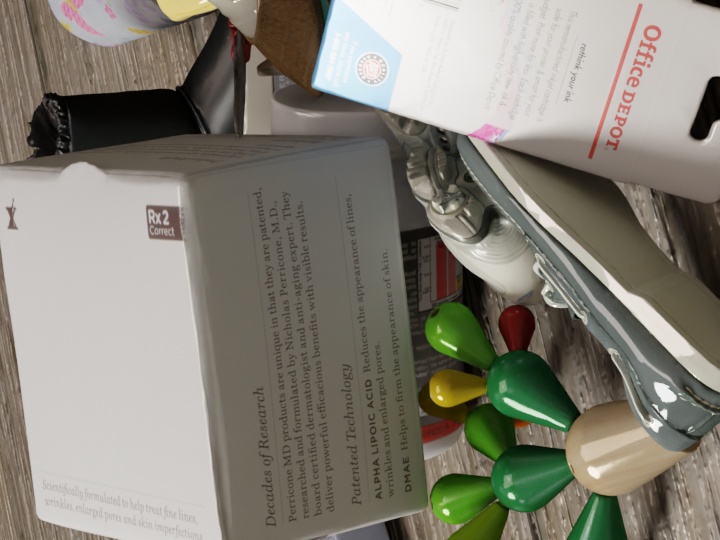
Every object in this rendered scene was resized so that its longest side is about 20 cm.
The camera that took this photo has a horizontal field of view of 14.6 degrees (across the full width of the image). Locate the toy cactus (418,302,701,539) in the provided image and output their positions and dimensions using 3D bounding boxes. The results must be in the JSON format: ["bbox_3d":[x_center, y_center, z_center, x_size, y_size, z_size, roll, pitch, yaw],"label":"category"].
[{"bbox_3d":[0.105,0.101,1.400,0.165,0.102,0.200,-25,76,42],"label":"toy cactus"}]

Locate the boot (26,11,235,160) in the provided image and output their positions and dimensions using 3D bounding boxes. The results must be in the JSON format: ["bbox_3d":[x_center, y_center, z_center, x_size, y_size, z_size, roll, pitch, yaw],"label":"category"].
[{"bbox_3d":[-0.123,-0.102,1.748,0.073,0.162,0.198,-124,35,-44],"label":"boot"}]

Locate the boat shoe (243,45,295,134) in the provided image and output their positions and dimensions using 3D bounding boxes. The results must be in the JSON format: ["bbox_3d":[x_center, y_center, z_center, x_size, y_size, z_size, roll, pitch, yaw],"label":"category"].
[{"bbox_3d":[-0.033,-0.130,1.660,0.069,0.072,0.200,40,-134,-80],"label":"boat shoe"}]

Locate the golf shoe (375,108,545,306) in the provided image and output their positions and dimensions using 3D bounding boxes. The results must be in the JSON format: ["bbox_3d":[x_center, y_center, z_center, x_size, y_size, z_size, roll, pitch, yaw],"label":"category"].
[{"bbox_3d":[0.056,-0.062,1.467,0.200,0.078,0.097,-99,-14,-46],"label":"golf shoe"}]

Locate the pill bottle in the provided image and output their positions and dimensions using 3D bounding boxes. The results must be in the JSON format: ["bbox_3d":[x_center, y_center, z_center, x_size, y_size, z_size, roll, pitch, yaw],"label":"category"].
[{"bbox_3d":[0.000,0.000,1.559,0.116,0.116,0.200,-151,57,-61],"label":"pill bottle"}]

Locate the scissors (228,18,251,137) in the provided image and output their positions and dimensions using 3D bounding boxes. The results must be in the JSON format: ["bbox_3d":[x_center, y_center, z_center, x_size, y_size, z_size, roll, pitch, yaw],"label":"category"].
[{"bbox_3d":[-0.064,-0.121,1.549,0.073,0.014,0.200,82,-179,-47],"label":"scissors"}]

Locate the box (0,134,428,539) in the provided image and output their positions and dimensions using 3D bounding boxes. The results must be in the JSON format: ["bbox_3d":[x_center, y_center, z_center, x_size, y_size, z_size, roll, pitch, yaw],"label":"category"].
[{"bbox_3d":[-0.081,0.034,1.467,0.199,0.131,0.200,5,103,55],"label":"box"}]

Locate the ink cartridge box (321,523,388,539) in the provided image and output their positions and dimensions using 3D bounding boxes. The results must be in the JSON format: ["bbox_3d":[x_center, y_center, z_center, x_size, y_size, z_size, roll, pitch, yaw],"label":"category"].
[{"bbox_3d":[-0.019,0.179,1.736,0.119,0.042,0.200,122,133,-57],"label":"ink cartridge box"}]

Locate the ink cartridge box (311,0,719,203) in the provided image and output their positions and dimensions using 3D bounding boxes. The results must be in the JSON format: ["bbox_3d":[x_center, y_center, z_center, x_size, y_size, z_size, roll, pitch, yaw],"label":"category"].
[{"bbox_3d":[0.089,-0.117,1.299,0.068,0.200,0.115,-71,-3,-47],"label":"ink cartridge box"}]

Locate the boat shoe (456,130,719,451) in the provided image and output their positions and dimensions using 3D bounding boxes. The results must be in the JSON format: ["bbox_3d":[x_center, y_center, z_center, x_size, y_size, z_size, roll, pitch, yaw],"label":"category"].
[{"bbox_3d":[0.105,0.002,1.321,0.200,0.073,0.062,48,123,25],"label":"boat shoe"}]

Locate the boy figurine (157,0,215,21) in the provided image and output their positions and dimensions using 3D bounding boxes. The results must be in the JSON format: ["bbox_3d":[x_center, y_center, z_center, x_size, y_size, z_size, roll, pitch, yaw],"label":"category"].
[{"bbox_3d":[-0.099,-0.238,1.716,0.064,0.124,0.200,-26,59,28],"label":"boy figurine"}]

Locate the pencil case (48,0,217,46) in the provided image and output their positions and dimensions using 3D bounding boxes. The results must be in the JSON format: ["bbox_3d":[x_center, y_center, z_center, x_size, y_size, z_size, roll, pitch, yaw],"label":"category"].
[{"bbox_3d":[-0.147,-0.202,1.870,0.200,0.083,0.091,-6,105,67],"label":"pencil case"}]

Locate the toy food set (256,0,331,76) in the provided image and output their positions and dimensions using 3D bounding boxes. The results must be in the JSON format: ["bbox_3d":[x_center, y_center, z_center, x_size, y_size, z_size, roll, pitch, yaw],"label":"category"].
[{"bbox_3d":[-0.030,-0.204,1.472,0.143,0.060,0.200,0,106,53],"label":"toy food set"}]

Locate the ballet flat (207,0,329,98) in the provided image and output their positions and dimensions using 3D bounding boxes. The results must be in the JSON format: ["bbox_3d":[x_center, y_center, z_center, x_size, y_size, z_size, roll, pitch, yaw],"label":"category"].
[{"bbox_3d":[-0.060,-0.182,1.420,0.068,0.072,0.200,-147,48,-68],"label":"ballet flat"}]
